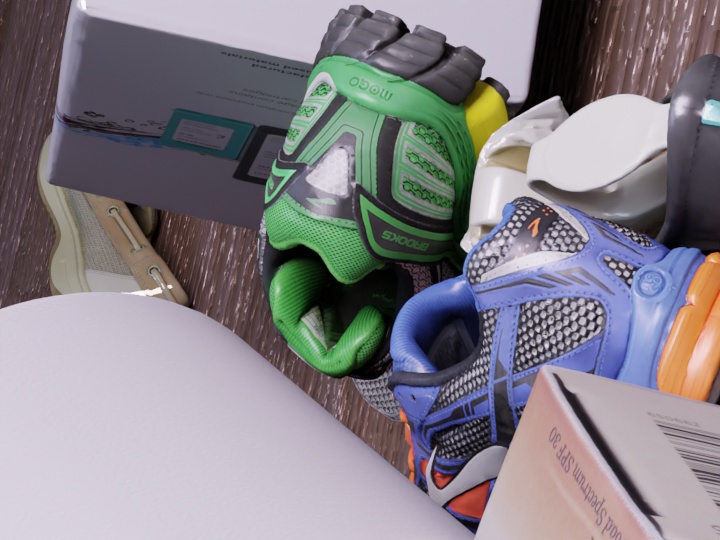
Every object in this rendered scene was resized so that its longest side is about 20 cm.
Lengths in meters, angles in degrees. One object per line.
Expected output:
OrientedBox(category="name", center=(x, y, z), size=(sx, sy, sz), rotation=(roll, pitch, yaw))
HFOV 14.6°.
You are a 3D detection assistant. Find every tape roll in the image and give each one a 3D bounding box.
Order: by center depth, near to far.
OrientedBox(category="tape roll", center=(-0.060, 0.124, 0.748), size=(0.139, 0.202, 0.204), rotation=(37, 115, 44))

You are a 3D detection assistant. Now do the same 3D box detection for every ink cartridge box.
OrientedBox(category="ink cartridge box", center=(-0.022, -0.109, 0.970), size=(0.200, 0.145, 0.148), rotation=(125, 155, -74))

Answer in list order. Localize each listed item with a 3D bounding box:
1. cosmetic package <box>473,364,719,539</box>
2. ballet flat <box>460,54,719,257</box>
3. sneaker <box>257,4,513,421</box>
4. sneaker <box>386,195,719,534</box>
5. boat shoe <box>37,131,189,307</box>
OrientedBox(category="cosmetic package", center=(0.058, 0.138, 0.669), size=(0.103, 0.087, 0.201), rotation=(-122, 48, -66))
OrientedBox(category="ballet flat", center=(0.072, -0.022, 0.784), size=(0.200, 0.068, 0.068), rotation=(144, 138, -65))
OrientedBox(category="sneaker", center=(0.000, 0.000, 0.870), size=(0.085, 0.078, 0.200), rotation=(-58, -20, -19))
OrientedBox(category="sneaker", center=(0.041, 0.035, 0.779), size=(0.075, 0.078, 0.200), rotation=(-57, 0, -35))
OrientedBox(category="boat shoe", center=(-0.123, -0.022, 1.435), size=(0.201, 0.063, 0.073), rotation=(-102, -14, -63))
